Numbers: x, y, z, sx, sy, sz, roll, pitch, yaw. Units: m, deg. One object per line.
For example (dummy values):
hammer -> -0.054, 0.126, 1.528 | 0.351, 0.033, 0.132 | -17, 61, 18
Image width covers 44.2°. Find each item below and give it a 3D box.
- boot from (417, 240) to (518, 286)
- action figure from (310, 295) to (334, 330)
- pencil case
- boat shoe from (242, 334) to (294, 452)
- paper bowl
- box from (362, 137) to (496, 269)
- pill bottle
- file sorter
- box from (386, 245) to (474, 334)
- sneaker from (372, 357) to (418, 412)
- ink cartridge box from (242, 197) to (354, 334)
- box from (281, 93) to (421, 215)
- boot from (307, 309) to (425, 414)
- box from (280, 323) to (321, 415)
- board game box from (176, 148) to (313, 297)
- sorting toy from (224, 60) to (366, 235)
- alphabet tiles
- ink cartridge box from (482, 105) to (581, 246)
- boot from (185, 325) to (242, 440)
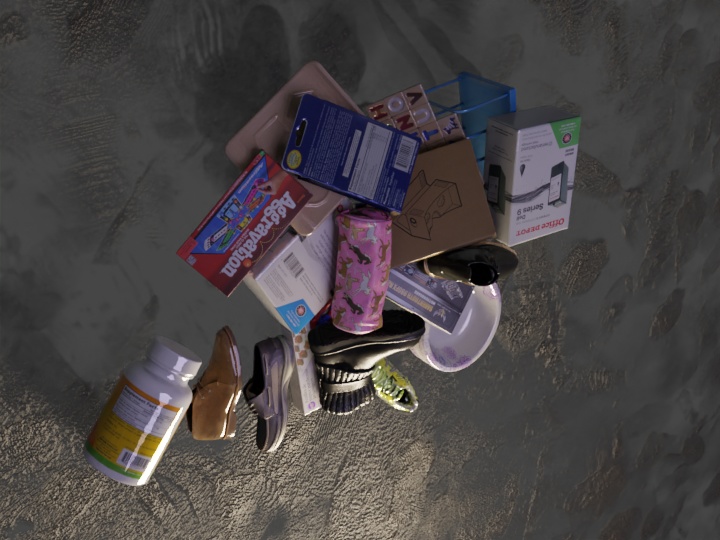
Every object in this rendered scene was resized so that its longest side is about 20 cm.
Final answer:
boot -> 0.211, 0.000, 1.464 | 0.197, 0.138, 0.079 | -4, 103, -30
action figure -> -0.034, 0.056, 1.522 | 0.065, 0.052, 0.201 | 24, 106, -41
pencil case -> 0.000, 0.000, 1.394 | 0.082, 0.086, 0.204 | -12, 117, -34
boat shoe -> -0.163, 0.206, 1.489 | 0.072, 0.074, 0.204 | 2, 100, -29
paper bowl -> 0.163, 0.078, 1.669 | 0.198, 0.104, 0.204 | -16, 118, -32
box -> 0.105, -0.105, 1.428 | 0.196, 0.167, 0.021 | -16, 171, 9
pill bottle -> -0.319, 0.205, 1.321 | 0.110, 0.110, 0.202 | 29, 90, -43
file sorter -> 0.182, -0.215, 1.532 | 0.121, 0.138, 0.203 | -24, 124, -24
box -> 0.112, -0.005, 1.515 | 0.198, 0.048, 0.160 | 29, 87, -31
sneaker -> 0.046, 0.198, 1.648 | 0.199, 0.076, 0.076 | 37, 87, -42
ink cartridge box -> -0.088, -0.025, 1.426 | 0.200, 0.084, 0.147 | -46, 133, -15
box -> -0.015, -0.175, 1.334 | 0.197, 0.032, 0.123 | 19, 83, -16
boot -> 0.018, 0.157, 1.514 | 0.207, 0.080, 0.160 | -9, 121, 7
box -> -0.103, 0.154, 1.527 | 0.038, 0.041, 0.203 | -24, 123, -29
board game box -> -0.172, -0.069, 1.318 | 0.103, 0.019, 0.201 | 40, 97, -12
sorting toy -> -0.080, -0.185, 1.351 | 0.185, 0.036, 0.200 | 46, 79, -12
alphabet tiles -> 0.093, -0.199, 1.457 | 0.165, 0.008, 0.202 | -18, 117, 20
ink cartridge box -> 0.283, -0.159, 1.484 | 0.144, 0.084, 0.204 | -16, 120, -29
boot -> -0.235, 0.185, 1.416 | 0.074, 0.074, 0.204 | -3, 114, -28
